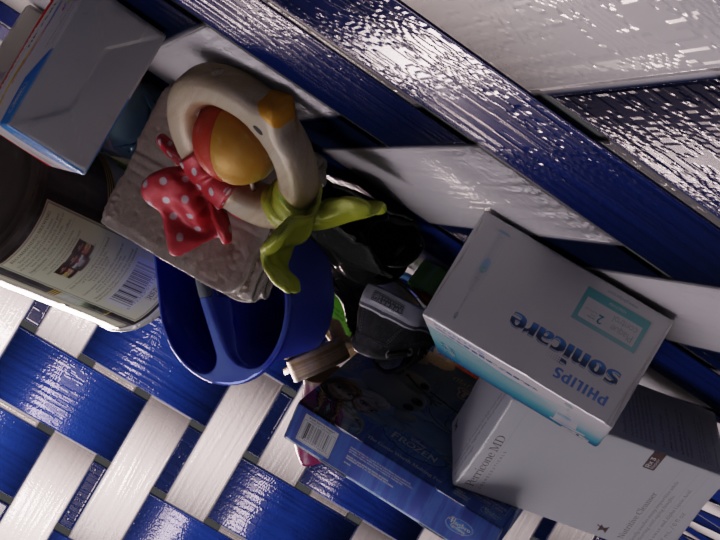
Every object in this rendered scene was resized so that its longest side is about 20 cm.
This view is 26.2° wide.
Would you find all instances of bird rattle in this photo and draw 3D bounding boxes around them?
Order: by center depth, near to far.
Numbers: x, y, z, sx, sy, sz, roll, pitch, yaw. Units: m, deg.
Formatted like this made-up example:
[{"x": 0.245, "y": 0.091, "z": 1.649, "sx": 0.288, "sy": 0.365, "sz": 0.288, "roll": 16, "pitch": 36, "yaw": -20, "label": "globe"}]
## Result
[{"x": -0.081, "y": -0.078, "z": 1.099, "sx": 0.199, "sy": 0.112, "sz": 0.164, "roll": 30, "pitch": 145, "yaw": 40, "label": "bird rattle"}]

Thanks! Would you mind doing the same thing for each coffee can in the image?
[{"x": -0.263, "y": -0.042, "z": 1.359, "sx": 0.146, "sy": 0.147, "sz": 0.200, "roll": 27, "pitch": 179, "yaw": 38, "label": "coffee can"}]

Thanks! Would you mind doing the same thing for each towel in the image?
[{"x": -0.119, "y": -0.062, "z": 1.236, "sx": 0.199, "sy": 0.133, "sz": 0.034, "roll": 28, "pitch": -178, "yaw": 39, "label": "towel"}]

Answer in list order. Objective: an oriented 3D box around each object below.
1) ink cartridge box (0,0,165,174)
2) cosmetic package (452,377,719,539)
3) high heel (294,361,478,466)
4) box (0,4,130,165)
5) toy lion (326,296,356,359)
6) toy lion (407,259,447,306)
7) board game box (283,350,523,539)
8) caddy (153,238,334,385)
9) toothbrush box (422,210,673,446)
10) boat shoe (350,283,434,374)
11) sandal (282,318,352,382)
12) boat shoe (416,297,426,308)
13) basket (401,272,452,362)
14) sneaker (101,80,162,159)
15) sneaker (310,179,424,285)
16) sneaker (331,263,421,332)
[{"x": -0.220, "y": -0.141, "z": 1.148, "sx": 0.067, "sy": 0.117, "sz": 0.200, "roll": 32, "pitch": 174, "yaw": -21, "label": "ink cartridge box"}, {"x": 0.184, "y": 0.145, "z": 1.263, "sx": 0.198, "sy": 0.113, "sz": 0.082, "roll": 18, "pitch": -144, "yaw": -13, "label": "cosmetic package"}, {"x": 0.034, "y": 0.140, "z": 1.486, "sx": 0.198, "sy": 0.097, "sz": 0.068, "roll": 2, "pitch": -155, "yaw": -9, "label": "high heel"}, {"x": -0.255, "y": -0.157, "z": 1.405, "sx": 0.068, "sy": 0.083, "sz": 0.200, "roll": 29, "pitch": 176, "yaw": 21, "label": "box"}, {"x": -0.072, "y": -0.014, "z": 1.583, "sx": 0.192, "sy": 0.069, "sz": 0.200, "roll": 49, "pitch": -175, "yaw": 31, "label": "toy lion"}, {"x": 0.126, "y": 0.058, "z": 1.399, "sx": 0.191, "sy": 0.069, "sz": 0.200, "roll": 39, "pitch": 175, "yaw": 2, "label": "toy lion"}, {"x": 0.063, "y": 0.144, "z": 1.340, "sx": 0.199, "sy": 0.044, "sz": 0.199, "roll": 31, "pitch": -154, "yaw": 12, "label": "board game box"}, {"x": -0.106, "y": -0.006, "z": 1.299, "sx": 0.140, "sy": 0.202, "sz": 0.105, "roll": -9, "pitch": 176, "yaw": 33, "label": "caddy"}, {"x": 0.129, "y": 0.047, "z": 1.089, "sx": 0.146, "sy": 0.086, "sz": 0.200, "roll": 31, "pitch": 175, "yaw": 11, "label": "toothbrush box"}, {"x": 0.031, "y": 0.058, "z": 1.338, "sx": 0.069, "sy": 0.067, "sz": 0.200, "roll": 25, "pitch": 179, "yaw": 10, "label": "boat shoe"}, {"x": -0.048, "y": 0.054, "z": 1.424, "sx": 0.212, "sy": 0.077, "sz": 0.070, "roll": -172, "pitch": 59, "yaw": -88, "label": "sandal"}, {"x": 0.063, "y": 0.065, "z": 1.715, "sx": 0.062, "sy": 0.072, "sz": 0.200, "roll": 27, "pitch": 176, "yaw": 18, "label": "boat shoe"}, {"x": 0.081, "y": 0.114, "z": 1.567, "sx": 0.199, "sy": 0.178, "sz": 0.139, "roll": 23, "pitch": 167, "yaw": -23, "label": "basket"}, {"x": -0.163, "y": -0.116, "z": 1.370, "sx": 0.081, "sy": 0.075, "sz": 0.200, "roll": 19, "pitch": 178, "yaw": 23, "label": "sneaker"}, {"x": 0.012, "y": -0.022, "z": 1.250, "sx": 0.104, "sy": 0.060, "sz": 0.200, "roll": 27, "pitch": 173, "yaw": 36, "label": "sneaker"}, {"x": 0.000, "y": 0.000, "z": 1.450, "sx": 0.073, "sy": 0.080, "sz": 0.200, "roll": -22, "pitch": 133, "yaw": 27, "label": "sneaker"}]
